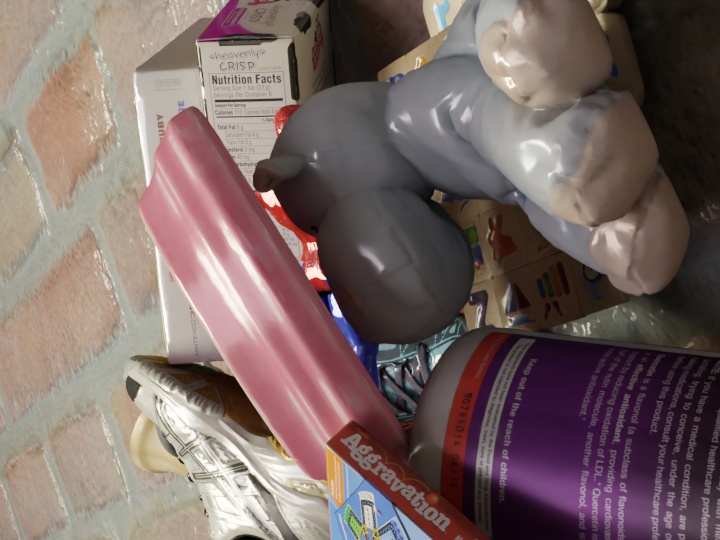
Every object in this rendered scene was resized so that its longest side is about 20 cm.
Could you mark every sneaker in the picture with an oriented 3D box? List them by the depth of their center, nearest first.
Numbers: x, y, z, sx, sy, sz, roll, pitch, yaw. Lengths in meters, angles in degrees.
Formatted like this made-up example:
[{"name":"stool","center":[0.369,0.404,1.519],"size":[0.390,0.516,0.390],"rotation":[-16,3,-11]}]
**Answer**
[{"name":"sneaker","center":[0.023,0.073,0.909],"size":[0.200,0.095,0.080],"rotation":[-19,88,62]},{"name":"sneaker","center":[-0.080,0.120,0.916],"size":[0.199,0.075,0.088],"rotation":[30,104,33]}]

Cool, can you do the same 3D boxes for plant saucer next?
[{"name":"plant saucer","center":[-0.043,0.021,0.711],"size":[0.201,0.051,0.201],"rotation":[58,178,3]}]

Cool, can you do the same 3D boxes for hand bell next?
[{"name":"hand bell","center":[-0.081,0.174,1.197],"size":[0.200,0.104,0.105],"rotation":[38,138,31]}]

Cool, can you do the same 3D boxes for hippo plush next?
[{"name":"hippo plush","center":[0.032,-0.057,0.653],"size":[0.201,0.160,0.159],"rotation":[65,-171,9]}]

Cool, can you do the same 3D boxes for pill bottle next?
[{"name":"pill bottle","center":[0.127,0.088,0.646],"size":[0.198,0.112,0.114],"rotation":[6,113,28]}]

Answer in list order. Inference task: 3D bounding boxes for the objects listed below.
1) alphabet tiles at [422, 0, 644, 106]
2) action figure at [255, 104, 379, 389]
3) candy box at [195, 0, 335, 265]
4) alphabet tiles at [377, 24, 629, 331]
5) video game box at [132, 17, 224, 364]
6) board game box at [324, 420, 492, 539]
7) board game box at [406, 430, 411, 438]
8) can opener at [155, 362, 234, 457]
[{"name":"alphabet tiles","center":[0.082,-0.164,0.756],"size":[0.200,0.014,0.197],"rotation":[-13,94,63]},{"name":"action figure","center":[0.000,0.000,0.846],"size":[0.065,0.099,0.202],"rotation":[-3,108,43]},{"name":"candy box","center":[-0.049,-0.063,0.935],"size":[0.137,0.060,0.202],"rotation":[-72,-20,-66]},{"name":"alphabet tiles","center":[0.060,-0.045,0.805],"size":[0.200,0.007,0.169],"rotation":[-24,77,59]},{"name":"video game box","center":[-0.096,-0.059,0.993],"size":[0.200,0.046,0.184],"rotation":[-72,-19,-71]},{"name":"board game box","center":[0.028,0.155,0.678],"size":[0.103,0.019,0.201],"rotation":[37,152,25]},{"name":"board game box","center":[0.053,0.187,0.970],"size":[0.200,0.047,0.102],"rotation":[42,139,45]},{"name":"can opener","center":[-0.080,0.122,1.076],"size":[0.200,0.066,0.053],"rotation":[50,-162,-54]}]
